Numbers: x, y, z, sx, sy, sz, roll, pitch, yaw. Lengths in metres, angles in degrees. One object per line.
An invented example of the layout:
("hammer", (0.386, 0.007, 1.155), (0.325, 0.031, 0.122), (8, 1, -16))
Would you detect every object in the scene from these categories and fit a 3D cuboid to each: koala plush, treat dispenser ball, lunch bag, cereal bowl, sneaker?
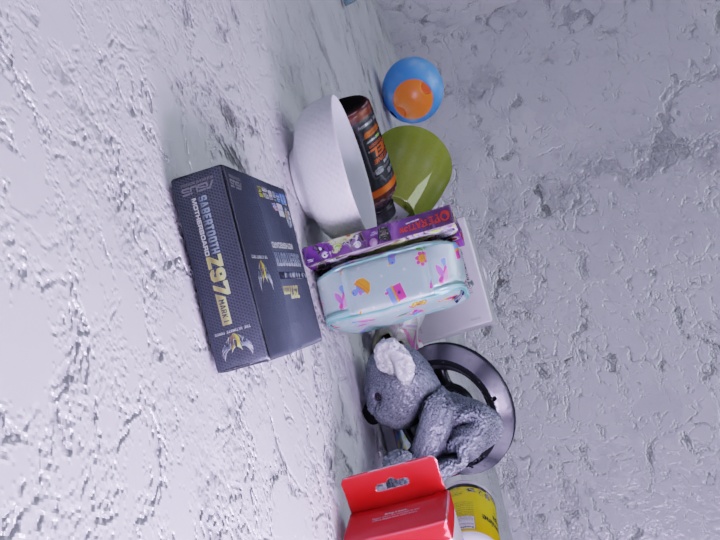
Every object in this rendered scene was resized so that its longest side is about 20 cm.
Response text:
("koala plush", (0.076, 0.185, 1.116), (0.202, 0.182, 0.178), (57, -3, 12))
("treat dispenser ball", (0.165, -0.570, 2.584), (0.201, 0.196, 0.206), (-16, 90, -80))
("lunch bag", (0.051, 0.026, 1.073), (0.160, 0.195, 0.079), (42, 34, -74))
("cereal bowl", (-0.044, -0.129, 1.115), (0.200, 0.081, 0.205), (-16, 91, -79))
("sneaker", (0.056, 0.129, 1.313), (0.089, 0.080, 0.203), (-49, 145, -37))

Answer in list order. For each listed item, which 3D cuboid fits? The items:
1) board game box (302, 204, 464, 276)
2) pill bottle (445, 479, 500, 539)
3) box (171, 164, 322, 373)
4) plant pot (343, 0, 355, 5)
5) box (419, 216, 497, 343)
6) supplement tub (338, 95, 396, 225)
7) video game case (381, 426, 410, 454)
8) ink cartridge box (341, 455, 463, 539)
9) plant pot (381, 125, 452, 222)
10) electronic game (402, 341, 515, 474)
("board game box", (0.033, -0.031, 1.061), (0.120, 0.195, 0.033), (29, 47, -74))
("pill bottle", (0.181, 0.459, 1.378), (0.201, 0.110, 0.115), (-82, 153, -66))
("box", (-0.094, -0.001, 0.735), (0.200, 0.050, 0.162), (5, 71, -80))
("plant pot", (-0.003, -0.878, 2.197), (0.202, 0.193, 0.198), (57, 18, -32))
("box", (0.137, 0.028, 1.544), (0.131, 0.195, 0.204), (19, 55, -75))
("supplement tub", (-0.003, -0.174, 1.339), (0.108, 0.104, 0.203), (-88, 159, -60))
("video game case", (0.066, 0.269, 1.297), (0.200, 0.017, 0.147), (25, 51, -77))
("ink cartridge box", (0.054, 0.311, 0.855), (0.067, 0.113, 0.205), (-56, 129, -76))
("plant pot", (0.088, -0.170, 1.713), (0.202, 0.183, 0.190), (-68, 143, -50))
("electronic game", (0.135, 0.204, 1.203), (0.041, 0.196, 0.205), (-24, 99, -55))
